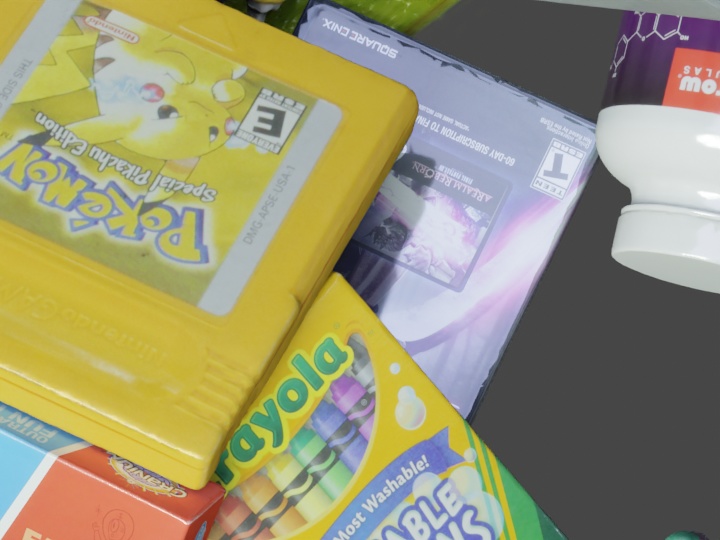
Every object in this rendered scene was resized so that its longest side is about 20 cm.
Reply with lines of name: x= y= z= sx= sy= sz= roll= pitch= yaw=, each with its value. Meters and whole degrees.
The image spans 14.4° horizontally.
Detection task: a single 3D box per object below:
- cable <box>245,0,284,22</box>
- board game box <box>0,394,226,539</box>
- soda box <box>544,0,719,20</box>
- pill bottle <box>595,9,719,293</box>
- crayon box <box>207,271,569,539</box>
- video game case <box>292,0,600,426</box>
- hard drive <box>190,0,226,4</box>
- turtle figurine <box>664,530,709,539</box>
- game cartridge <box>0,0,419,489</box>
cable: x=-0.039 y=-0.195 z=1.183 sx=0.097 sy=0.050 sz=0.200 roll=42 pitch=120 yaw=17
board game box: x=-0.156 y=0.140 z=1.081 sx=0.153 sy=0.040 sz=0.200 roll=25 pitch=110 yaw=10
soda box: x=0.075 y=-0.148 z=1.143 sx=0.068 sy=0.200 sz=0.063 roll=27 pitch=82 yaw=-36
pill bottle: x=0.162 y=-0.094 z=1.162 sx=0.112 sy=0.112 sz=0.200 roll=12 pitch=82 yaw=7
crayon box: x=-0.017 y=0.092 z=1.126 sx=0.126 sy=0.052 sz=0.200 roll=-46 pitch=105 yaw=-19
video game case: x=0.000 y=0.000 z=1.210 sx=0.143 sy=0.019 sz=0.200 roll=25 pitch=83 yaw=8
hard drive: x=-0.146 y=-0.188 z=1.169 sx=0.200 sy=0.140 sz=0.038 roll=21 pitch=48 yaw=25
turtle figurine: x=0.216 y=0.155 z=1.126 sx=0.150 sy=0.101 sz=0.200 roll=-41 pitch=64 yaw=-17
game cartridge: x=-0.095 y=-0.030 z=1.095 sx=0.176 sy=0.032 sz=0.200 roll=24 pitch=52 yaw=7
